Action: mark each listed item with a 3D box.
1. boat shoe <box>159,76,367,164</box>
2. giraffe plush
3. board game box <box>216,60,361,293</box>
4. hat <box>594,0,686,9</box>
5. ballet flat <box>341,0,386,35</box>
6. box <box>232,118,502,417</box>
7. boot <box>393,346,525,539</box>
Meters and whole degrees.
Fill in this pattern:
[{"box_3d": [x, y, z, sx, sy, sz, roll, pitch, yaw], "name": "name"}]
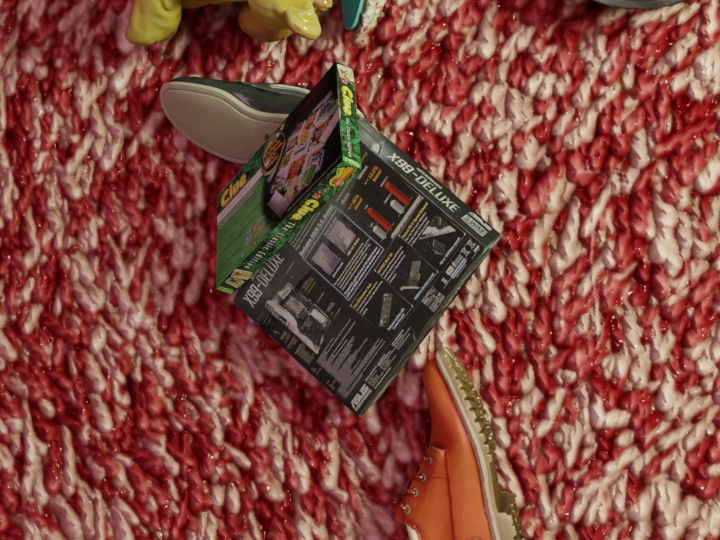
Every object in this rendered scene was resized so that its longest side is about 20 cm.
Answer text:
[{"box_3d": [-0.090, -0.140, 0.866, 0.197, 0.068, 0.073, 15, 133, 15], "name": "boat shoe"}, {"box_3d": [-0.105, -0.268, 0.834, 0.160, 0.200, 0.176, 16, 86, -18], "name": "giraffe plush"}, {"box_3d": [-0.066, -0.073, 0.794, 0.200, 0.023, 0.106, -40, 45, 41], "name": "board game box"}, {"box_3d": [0.240, -0.319, 0.801, 0.197, 0.081, 0.205, 1, 96, 12], "name": "hat"}, {"box_3d": [0.016, -0.315, 0.849, 0.063, 0.075, 0.204, -2, 92, -23], "name": "ballet flat"}, {"box_3d": [0.000, 0.000, 0.807, 0.157, 0.050, 0.201, 40, 116, 11], "name": "box"}, {"box_3d": [0.070, 0.173, 0.811, 0.105, 0.075, 0.204, -15, 86, 14], "name": "boot"}]
